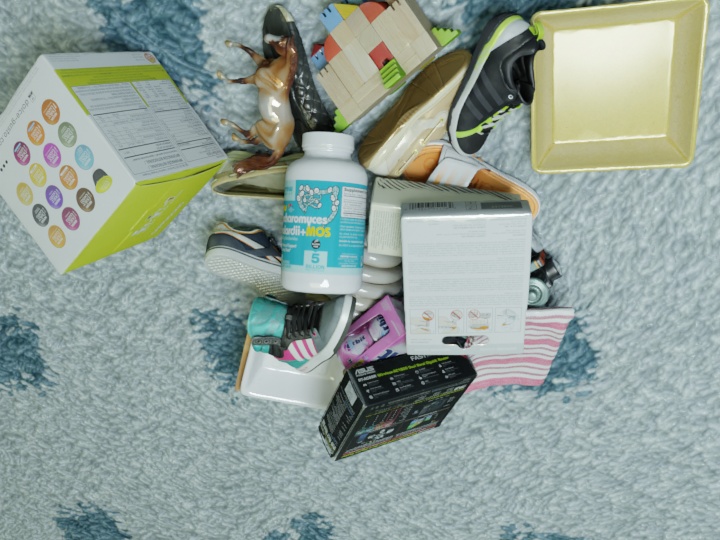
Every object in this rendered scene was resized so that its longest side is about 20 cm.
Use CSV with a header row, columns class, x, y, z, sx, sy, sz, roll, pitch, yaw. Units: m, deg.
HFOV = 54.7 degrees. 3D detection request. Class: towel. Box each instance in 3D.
class,x,y,z,sx,sy,sz,roll,pitch,yaw
towel,0.223,0.119,1.022,0.143,0.030,0.202,-5,143,-5

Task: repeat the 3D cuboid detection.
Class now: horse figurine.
class,x,y,z,sx,sy,sz,roll,pitch,yaw
horse figurine,-0.132,-0.220,0.930,0.131,0.050,0.203,17,120,26

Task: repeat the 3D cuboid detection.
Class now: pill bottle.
class,x,y,z,sx,sy,sz,roll,pitch,yaw
pill bottle,-0.047,-0.074,0.910,0.109,0.111,0.204,3,92,12

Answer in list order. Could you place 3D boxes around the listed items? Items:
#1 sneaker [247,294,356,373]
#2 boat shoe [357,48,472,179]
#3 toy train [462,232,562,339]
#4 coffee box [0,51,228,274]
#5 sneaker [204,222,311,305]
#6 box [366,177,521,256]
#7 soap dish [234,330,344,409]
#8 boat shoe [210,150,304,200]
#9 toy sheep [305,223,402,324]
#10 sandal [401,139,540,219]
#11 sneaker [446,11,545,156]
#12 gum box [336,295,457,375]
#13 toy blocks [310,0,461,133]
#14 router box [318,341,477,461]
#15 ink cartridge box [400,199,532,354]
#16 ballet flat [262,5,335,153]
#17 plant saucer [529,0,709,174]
class,x,y,z,sx,sy,sz,roll,pitch,yaw
sneaker,-0.091,0.070,0.954,0.119,0.085,0.200,24,144,-15
boat shoe,0.084,-0.201,0.922,0.069,0.074,0.200,33,115,-33
toy train,0.187,0.018,1.009,0.198,0.085,0.115,-31,99,26
coffee box,-0.344,-0.151,0.944,0.199,0.200,0.199,-38,88,29
sneaker,-0.146,-0.011,1.078,0.198,0.080,0.078,29,133,-33
box,0.109,-0.062,0.917,0.196,0.069,0.083,8,128,1
soap dish,-0.091,0.138,1.116,0.196,0.082,0.159,11,122,-12
boat shoe,-0.115,-0.126,0.997,0.197,0.064,0.074,10,142,10
toy sheep,0.000,0.000,1.016,0.136,0.138,0.203,17,115,3
sandal,0.152,-0.114,0.953,0.204,0.059,0.080,21,121,1
sneaker,0.168,-0.214,0.857,0.083,0.071,0.202,43,141,27
gum box,0.055,0.113,1.021,0.113,0.067,0.199,-40,148,18
toy blocks,0.007,-0.290,0.882,0.199,0.100,0.138,-35,94,27
router box,0.052,0.186,0.996,0.197,0.063,0.151,-9,142,-31
ink cartridge box,0.132,0.012,0.884,0.157,0.047,0.203,-1,118,5
ballet flat,-0.084,-0.256,0.947,0.066,0.057,0.203,3,118,44
plant saucer,0.310,-0.226,0.860,0.196,0.049,0.203,-1,118,13
